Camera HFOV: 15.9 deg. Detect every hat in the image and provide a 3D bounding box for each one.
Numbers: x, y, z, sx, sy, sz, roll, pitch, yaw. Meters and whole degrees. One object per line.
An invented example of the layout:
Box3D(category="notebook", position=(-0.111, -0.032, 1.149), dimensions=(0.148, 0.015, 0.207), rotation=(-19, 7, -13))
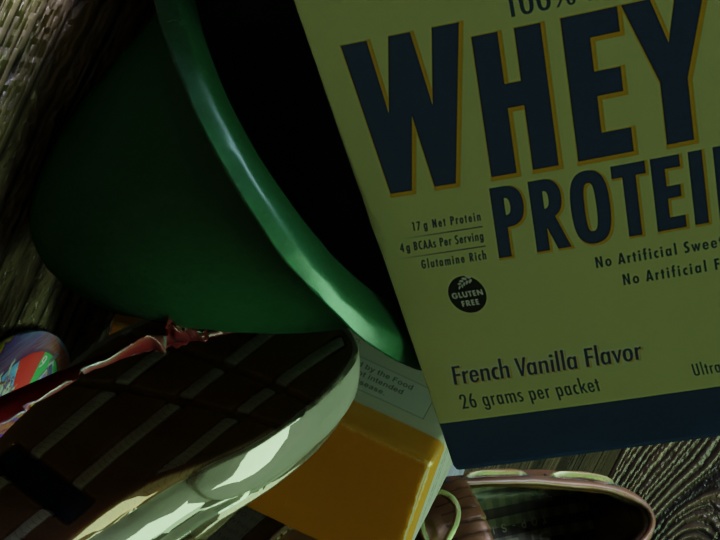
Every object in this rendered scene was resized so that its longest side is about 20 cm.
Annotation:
Box3D(category="hat", position=(-0.085, -0.002, 0.835), dimensions=(0.176, 0.166, 0.200), rotation=(-32, 158, 18))

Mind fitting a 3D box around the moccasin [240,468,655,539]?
Box3D(category="moccasin", position=(0.031, 0.113, 0.974), dimensions=(0.201, 0.078, 0.074), rotation=(0, 80, -41))

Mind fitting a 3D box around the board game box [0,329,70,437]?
Box3D(category="board game box", position=(-0.140, 0.117, 0.887), dimensions=(0.200, 0.039, 0.158), rotation=(-60, 168, -15))

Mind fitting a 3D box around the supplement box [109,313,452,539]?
Box3D(category="supplement box", position=(0.000, 0.000, 0.965), dimensions=(0.074, 0.126, 0.200), rotation=(105, 12, -48))

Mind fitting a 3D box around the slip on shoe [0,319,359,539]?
Box3D(category="slip on shoe", position=(-0.082, 0.080, 0.834), dimensions=(0.200, 0.076, 0.061), rotation=(-38, 145, -29))

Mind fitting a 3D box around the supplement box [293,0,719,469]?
Box3D(category="supplement box", position=(0.089, -0.077, 0.815), dimensions=(0.200, 0.134, 0.201), rotation=(-52, 127, -57))

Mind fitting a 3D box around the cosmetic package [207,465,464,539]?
Box3D(category="cosmetic package", position=(-0.051, 0.133, 1.100), dimensions=(0.200, 0.123, 0.200), rotation=(-55, 166, -35))
